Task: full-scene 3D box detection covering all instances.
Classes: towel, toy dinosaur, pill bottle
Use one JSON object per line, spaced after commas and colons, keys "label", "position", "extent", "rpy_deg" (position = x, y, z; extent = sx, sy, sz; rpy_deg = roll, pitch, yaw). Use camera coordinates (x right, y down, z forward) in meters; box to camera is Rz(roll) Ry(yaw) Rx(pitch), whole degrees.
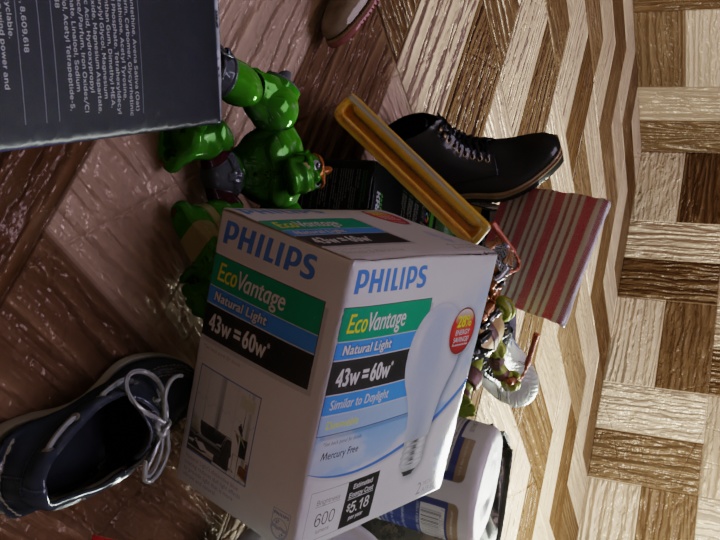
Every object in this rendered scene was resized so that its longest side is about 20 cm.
{"label": "towel", "position": [0.207, -0.022, 1.023], "extent": [0.029, 0.199, 0.149], "rpy_deg": [20, 91, -26]}
{"label": "toy dinosaur", "position": [0.062, 0.054, 0.780], "extent": [0.103, 0.198, 0.136], "rpy_deg": [59, 6, 4]}
{"label": "pill bottle", "position": [0.030, 0.182, 0.838], "extent": [0.111, 0.196, 0.113], "rpy_deg": [12, 90, -70]}

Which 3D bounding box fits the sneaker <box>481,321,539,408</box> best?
{"label": "sneaker", "position": [0.153, 0.097, 1.037], "extent": [0.072, 0.072, 0.201], "rpy_deg": [-48, 135, -11]}

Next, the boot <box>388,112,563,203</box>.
{"label": "boot", "position": [0.132, -0.145, 1.026], "extent": [0.139, 0.197, 0.079], "rpy_deg": [55, 20, -49]}

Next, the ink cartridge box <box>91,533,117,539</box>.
{"label": "ink cartridge box", "position": [-0.112, 0.287, 0.595], "extent": [0.050, 0.158, 0.204], "rpy_deg": [-51, 139, -56]}

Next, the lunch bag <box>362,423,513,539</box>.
{"label": "lunch bag", "position": [0.086, 0.274, 1.036], "extent": [0.118, 0.161, 0.203], "rpy_deg": [58, 43, -45]}

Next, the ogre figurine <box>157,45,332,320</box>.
{"label": "ogre figurine", "position": [-0.091, -0.076, 0.666], "extent": [0.119, 0.097, 0.204], "rpy_deg": [-23, 102, -43]}

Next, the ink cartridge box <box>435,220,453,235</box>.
{"label": "ink cartridge box", "position": [0.077, 0.031, 1.067], "extent": [0.145, 0.082, 0.204], "rpy_deg": [42, 57, -63]}

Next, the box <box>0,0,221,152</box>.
{"label": "box", "position": [-0.174, -0.113, 0.394], "extent": [0.199, 0.145, 0.107], "rpy_deg": [-26, 118, -62]}

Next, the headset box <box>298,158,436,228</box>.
{"label": "headset box", "position": [0.000, 0.000, 0.878], "extent": [0.200, 0.091, 0.178], "rpy_deg": [26, 71, -65]}

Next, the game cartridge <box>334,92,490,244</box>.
{"label": "game cartridge", "position": [0.056, -0.095, 0.866], "extent": [0.032, 0.176, 0.200], "rpy_deg": [-46, 177, 6]}

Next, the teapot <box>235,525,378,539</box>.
{"label": "teapot", "position": [-0.059, 0.312, 0.743], "extent": [0.197, 0.146, 0.201], "rpy_deg": [-7, 68, -29]}

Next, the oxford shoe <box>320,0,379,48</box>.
{"label": "oxford shoe", "position": [-0.011, -0.314, 0.854], "extent": [0.074, 0.070, 0.204], "rpy_deg": [30, 66, -35]}

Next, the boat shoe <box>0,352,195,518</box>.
{"label": "boat shoe", "position": [-0.159, 0.103, 0.571], "extent": [0.199, 0.061, 0.077], "rpy_deg": [-14, 106, -66]}

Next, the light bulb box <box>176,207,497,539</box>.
{"label": "light bulb box", "position": [-0.013, 0.067, 0.649], "extent": [0.197, 0.123, 0.204], "rpy_deg": [-5, 111, -53]}

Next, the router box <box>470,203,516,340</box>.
{"label": "router box", "position": [0.163, 0.009, 1.200], "extent": [0.149, 0.050, 0.205], "rpy_deg": [-152, -119, -70]}

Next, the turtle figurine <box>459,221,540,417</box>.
{"label": "turtle figurine", "position": [0.123, 0.064, 0.918], "extent": [0.161, 0.063, 0.203], "rpy_deg": [-45, 132, -41]}
